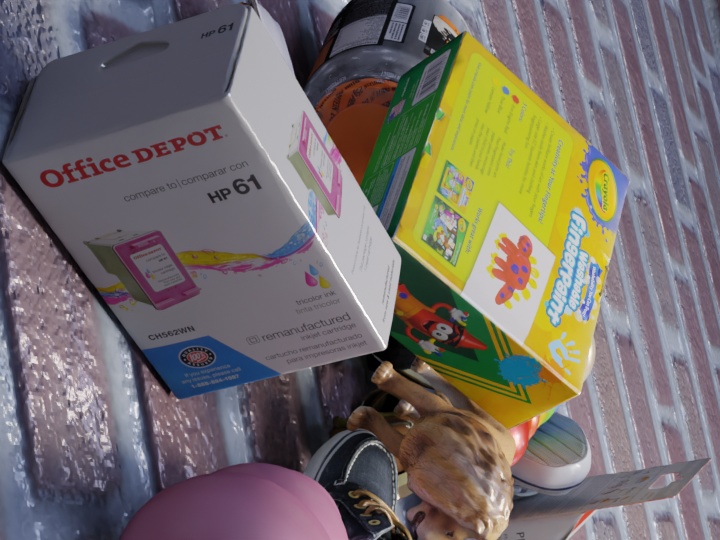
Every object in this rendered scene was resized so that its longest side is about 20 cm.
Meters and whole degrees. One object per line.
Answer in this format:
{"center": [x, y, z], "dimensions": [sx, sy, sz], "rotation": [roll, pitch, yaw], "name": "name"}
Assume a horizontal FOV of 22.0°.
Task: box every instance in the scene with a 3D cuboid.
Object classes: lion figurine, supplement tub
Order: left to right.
{"center": [0.020, -0.127, 1.378], "dimensions": [0.200, 0.122, 0.123], "rotation": [-74, 142, -61], "name": "supplement tub"}
{"center": [0.064, 0.112, 1.193], "dimensions": [0.122, 0.073, 0.200], "rotation": [35, 18, 13], "name": "lion figurine"}

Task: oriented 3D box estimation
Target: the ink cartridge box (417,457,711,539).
{"center": [0.160, 0.191, 1.412], "dimensions": [0.162, 0.199, 0.057], "rotation": [-15, 97, -69], "name": "ink cartridge box"}

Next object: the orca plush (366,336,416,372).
{"center": [0.000, 0.000, 1.334], "dimensions": [0.071, 0.105, 0.201], "rotation": [16, 38, -19], "name": "orca plush"}

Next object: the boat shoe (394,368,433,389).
{"center": [0.061, 0.038, 1.435], "dimensions": [0.073, 0.065, 0.200], "rotation": [34, 15, 3], "name": "boat shoe"}

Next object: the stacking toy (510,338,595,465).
{"center": [0.112, 0.090, 1.370], "dimensions": [0.086, 0.085, 0.200], "rotation": [69, 26, -13], "name": "stacking toy"}

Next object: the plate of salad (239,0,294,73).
{"center": [-0.062, -0.091, 1.241], "dimensions": [0.200, 0.048, 0.201], "rotation": [167, -90, -85], "name": "plate of salad"}

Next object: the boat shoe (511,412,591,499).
{"center": [0.124, 0.143, 1.435], "dimensions": [0.200, 0.073, 0.067], "rotation": [-138, -137, -69], "name": "boat shoe"}

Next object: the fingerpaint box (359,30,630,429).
{"center": [0.081, -0.027, 1.212], "dimensions": [0.167, 0.073, 0.201], "rotation": [38, 46, -21], "name": "fingerpaint box"}

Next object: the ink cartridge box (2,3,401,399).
{"center": [-0.085, -0.034, 1.040], "dimensions": [0.200, 0.144, 0.085], "rotation": [59, 27, -35], "name": "ink cartridge box"}

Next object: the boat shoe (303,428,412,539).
{"center": [0.004, 0.167, 1.150], "dimensions": [0.071, 0.091, 0.201], "rotation": [43, 40, -20], "name": "boat shoe"}

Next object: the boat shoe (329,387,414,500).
{"center": [0.036, 0.114, 1.337], "dimensions": [0.200, 0.072, 0.068], "rotation": [-22, 97, -69], "name": "boat shoe"}

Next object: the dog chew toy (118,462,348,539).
{"center": [-0.060, 0.161, 1.010], "dimensions": [0.200, 0.124, 0.125], "rotation": [-33, 106, -76], "name": "dog chew toy"}
